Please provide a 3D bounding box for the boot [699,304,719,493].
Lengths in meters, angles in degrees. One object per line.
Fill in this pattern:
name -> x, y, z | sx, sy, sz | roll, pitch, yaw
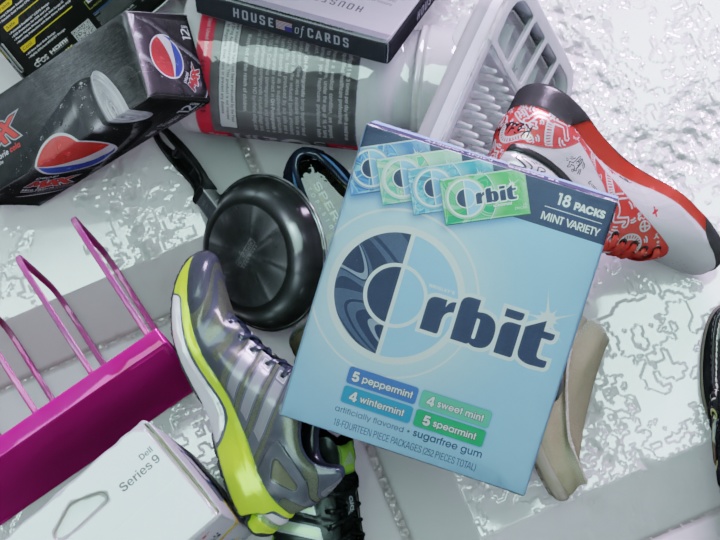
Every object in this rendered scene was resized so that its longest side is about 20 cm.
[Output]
boot -> 0.277, 0.109, 1.438 | 0.073, 0.154, 0.204 | -5, 78, 3

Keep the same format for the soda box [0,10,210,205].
soda box -> -0.201, -0.112, 1.517 | 0.200, 0.063, 0.071 | -27, 73, 38

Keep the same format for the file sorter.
file sorter -> -0.237, 0.074, 1.499 | 0.200, 0.139, 0.126 | -35, 75, -3

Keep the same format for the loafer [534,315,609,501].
loafer -> 0.143, 0.061, 1.500 | 0.068, 0.076, 0.201 | -8, 77, 9

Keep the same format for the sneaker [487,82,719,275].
sneaker -> 0.161, -0.029, 1.480 | 0.201, 0.067, 0.108 | 39, 64, -22

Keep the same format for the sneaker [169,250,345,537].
sneaker -> -0.069, 0.077, 1.459 | 0.081, 0.074, 0.201 | -23, 82, 13

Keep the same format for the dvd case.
dvd case -> -0.009, -0.227, 1.530 | 0.150, 0.025, 0.200 | 17, 44, 17

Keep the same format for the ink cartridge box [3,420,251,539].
ink cartridge box -> -0.160, 0.187, 1.435 | 0.145, 0.200, 0.088 | -42, 78, -5

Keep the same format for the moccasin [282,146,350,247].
moccasin -> 0.000, 0.000, 1.527 | 0.080, 0.068, 0.200 | -39, 80, -5

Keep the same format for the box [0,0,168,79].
box -> -0.208, -0.248, 1.560 | 0.200, 0.049, 0.160 | -40, 118, -3

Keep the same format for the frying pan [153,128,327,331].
frying pan -> -0.088, -0.046, 1.537 | 0.115, 0.031, 0.191 | -32, 78, 36

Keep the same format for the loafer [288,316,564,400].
loafer -> 0.036, 0.077, 1.449 | 0.199, 0.075, 0.070 | 9, 63, 25

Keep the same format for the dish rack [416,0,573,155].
dish rack -> 0.080, -0.089, 1.491 | 0.043, 0.172, 0.201 | 18, 76, 25

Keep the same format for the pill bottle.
pill bottle -> -0.028, -0.145, 1.539 | 0.199, 0.111, 0.111 | 6, 79, 6

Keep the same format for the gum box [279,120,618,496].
gum box -> 0.057, 0.023, 1.377 | 0.169, 0.045, 0.201 | 17, 99, 6

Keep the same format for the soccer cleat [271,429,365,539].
soccer cleat -> -0.029, 0.163, 1.490 | 0.081, 0.067, 0.200 | -35, 75, 28
